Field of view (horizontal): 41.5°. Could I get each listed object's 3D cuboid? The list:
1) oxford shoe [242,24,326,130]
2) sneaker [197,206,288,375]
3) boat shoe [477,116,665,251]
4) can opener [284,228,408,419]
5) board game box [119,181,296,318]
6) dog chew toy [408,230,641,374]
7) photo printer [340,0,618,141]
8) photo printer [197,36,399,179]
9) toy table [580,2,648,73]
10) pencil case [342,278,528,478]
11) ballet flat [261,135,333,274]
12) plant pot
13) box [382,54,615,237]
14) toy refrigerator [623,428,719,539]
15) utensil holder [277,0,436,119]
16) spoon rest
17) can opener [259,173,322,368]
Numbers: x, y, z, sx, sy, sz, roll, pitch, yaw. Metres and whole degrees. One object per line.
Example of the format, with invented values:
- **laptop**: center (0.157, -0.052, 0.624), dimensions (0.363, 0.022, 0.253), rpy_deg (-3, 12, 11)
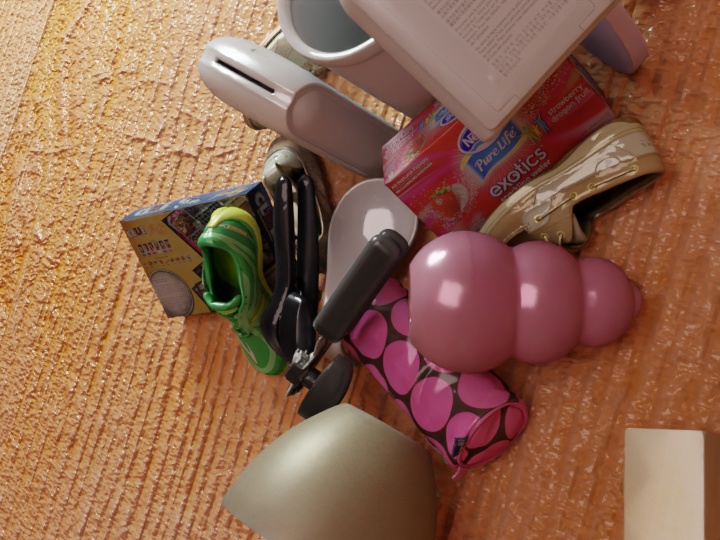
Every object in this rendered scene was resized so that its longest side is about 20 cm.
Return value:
- **oxford shoe**: center (-0.070, -0.248, 1.108), dimensions (0.074, 0.071, 0.200), rpy_deg (33, 98, 35)
- **sneaker**: center (-0.132, 0.033, 1.021), dimensions (0.074, 0.084, 0.201), rpy_deg (-1, 119, 31)
- **boat shoe**: center (0.185, -0.053, 0.865), dimensions (0.200, 0.074, 0.067), rpy_deg (-43, 60, 25)
- **can opener**: center (-0.012, 0.052, 0.904), dimensions (0.066, 0.053, 0.200), rpy_deg (33, 111, 8)
- **board game box**: center (-0.170, -0.019, 1.090), dimensions (0.199, 0.035, 0.136), rpy_deg (-8, 115, 34)
- **dog chew toy**: center (0.142, 0.027, 0.828), dimensions (0.199, 0.125, 0.125), rpy_deg (-1, 75, 1)
- **photo printer**: center (0.086, -0.230, 0.766), dimensions (0.200, 0.069, 0.166), rpy_deg (42, 97, 1)
- **photo printer**: center (-0.066, -0.173, 1.001), dimensions (0.166, 0.200, 0.070), rpy_deg (34, 98, 36)
- **toy table**: center (0.213, -0.291, 0.859), dimensions (0.117, 0.200, 0.184), rpy_deg (-48, 21, 4)
- **pencil case**: center (0.062, 0.099, 0.908), dimensions (0.200, 0.091, 0.094), rpy_deg (47, 116, 37)
- **ballet flat**: center (-0.073, -0.086, 1.066), dimensions (0.068, 0.067, 0.200), rpy_deg (-41, 57, 20)
- **plant pot**: center (-0.007, 0.203, 0.873), dimensions (0.200, 0.200, 0.135), rpy_deg (22, 77, 38)
- **box**: center (0.123, -0.129, 0.893), dimensions (0.200, 0.100, 0.096), rpy_deg (-40, 22, 21)
- **toy refrigerator**: center (0.245, 0.228, 0.743), dimensions (0.070, 0.076, 0.201), rpy_deg (-4, 76, 35)
- **utensil holder**: center (0.045, -0.249, 0.941), dimensions (0.169, 0.200, 0.171), rpy_deg (-10, 73, 34)
- **spoon rest**: center (0.000, 0.000, 0.990), dimensions (0.099, 0.061, 0.201), rpy_deg (15, 89, 26)
- **can opener**: center (-0.064, 0.001, 0.985), dimensions (0.078, 0.063, 0.201), rpy_deg (5, 94, 45)
